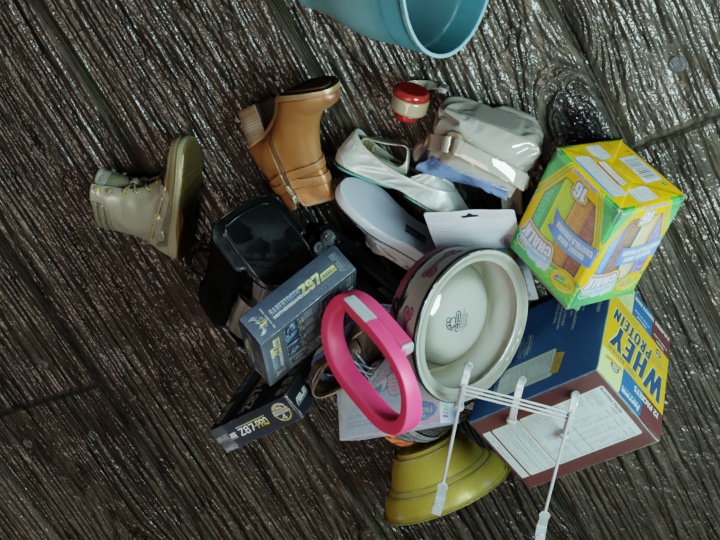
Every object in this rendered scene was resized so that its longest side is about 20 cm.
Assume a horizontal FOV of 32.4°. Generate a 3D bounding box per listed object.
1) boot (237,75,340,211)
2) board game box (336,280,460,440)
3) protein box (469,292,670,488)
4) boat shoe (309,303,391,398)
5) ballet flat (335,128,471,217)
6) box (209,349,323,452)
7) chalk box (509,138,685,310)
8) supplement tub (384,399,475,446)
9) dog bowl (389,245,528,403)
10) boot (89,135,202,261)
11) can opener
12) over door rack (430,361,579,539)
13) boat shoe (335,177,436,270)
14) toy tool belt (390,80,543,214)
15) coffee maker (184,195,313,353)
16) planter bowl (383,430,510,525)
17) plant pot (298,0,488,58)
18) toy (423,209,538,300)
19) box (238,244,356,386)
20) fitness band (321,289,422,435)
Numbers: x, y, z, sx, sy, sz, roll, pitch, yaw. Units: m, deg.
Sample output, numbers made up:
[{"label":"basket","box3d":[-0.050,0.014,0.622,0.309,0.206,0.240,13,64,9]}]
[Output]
[{"label":"boot","box3d":[-0.066,-0.163,1.615,0.200,0.074,0.155,-11,107,53]},{"label":"board game box","box3d":[0.044,0.122,1.699,0.199,0.043,0.200,-17,72,45]},{"label":"protein box","box3d":[0.274,0.140,1.604,0.199,0.199,0.135,-28,115,35]},{"label":"boat shoe","box3d":[0.000,0.116,1.651,0.072,0.073,0.200,29,138,-17]},{"label":"ballet flat","box3d":[0.063,-0.126,1.616,0.199,0.070,0.070,26,128,6]},{"label":"box","box3d":[-0.112,0.163,1.790,0.161,0.200,0.049,-29,107,36]},{"label":"chalk box","box3d":[0.275,-0.041,1.508,0.125,0.123,0.201,49,134,34]},{"label":"supplement tub","box3d":[0.110,0.162,1.744,0.122,0.123,0.200,43,127,-8]},{"label":"dog bowl","box3d":[0.118,0.060,1.554,0.074,0.200,0.201,23,135,45]},{"label":"boot","box3d":[-0.308,-0.121,1.770,0.154,0.072,0.201,21,128,12]},{"label":"can opener","box3d":[0.000,0.000,1.690,0.200,0.064,0.079,33,177,35]},{"label":"over door rack","box3d":[0.176,0.218,1.515,0.147,0.067,0.201,14,109,10]},{"label":"boat shoe","box3d":[0.037,-0.046,1.656,0.200,0.074,0.065,37,136,-18]},{"label":"toy tool belt","box3d":[0.121,-0.145,1.536,0.199,0.125,0.123,19,121,6]},{"label":"coffee maker","box3d":[-0.163,-0.006,1.710,0.191,0.135,0.200,30,147,4]},{"label":"planter bowl","box3d":[0.109,0.284,1.794,0.200,0.200,0.084,-20,97,32]},{"label":"plant pot","box3d":[0.025,-0.353,1.407,0.187,0.200,0.201,15,128,32]},{"label":"toy","box3d":[0.161,-0.029,1.613,0.114,0.047,0.200,-2,142,17]},{"label":"box","box3d":[-0.079,0.062,1.627,0.051,0.158,0.200,47,167,15]},{"label":"fitness band","box3d":[0.014,0.111,1.529,0.200,0.037,0.144,48,145,37]}]
